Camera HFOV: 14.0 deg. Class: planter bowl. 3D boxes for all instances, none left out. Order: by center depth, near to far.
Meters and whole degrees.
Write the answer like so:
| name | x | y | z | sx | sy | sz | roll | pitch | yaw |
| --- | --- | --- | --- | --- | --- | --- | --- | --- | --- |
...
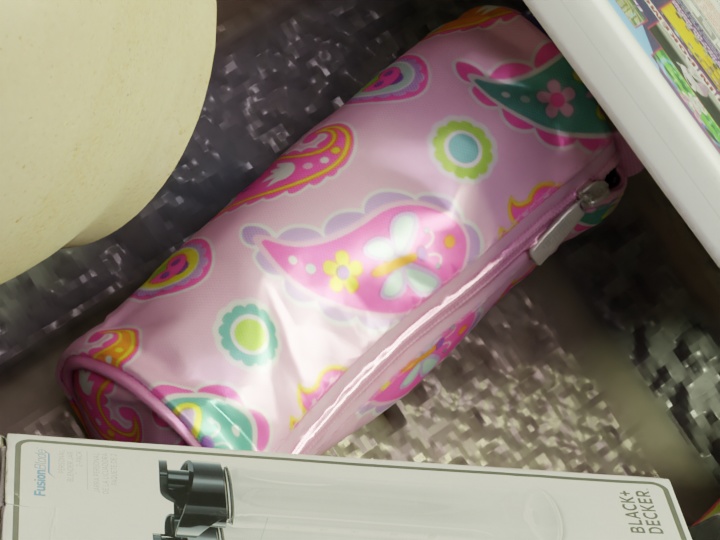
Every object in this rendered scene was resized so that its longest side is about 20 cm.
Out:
| name | x | y | z | sx | sy | sz | roll | pitch | yaw |
| --- | --- | --- | --- | --- | --- | --- | --- | --- | --- |
| planter bowl | -0.128 | -0.075 | 0.846 | 0.134 | 0.200 | 0.202 | 11 | 69 | -46 |

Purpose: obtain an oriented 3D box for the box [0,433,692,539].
| name | x | y | z | sx | sy | sz | roll | pitch | yaw |
| --- | --- | --- | --- | --- | --- | --- | --- | --- | --- |
| box | -0.005 | 0.103 | 0.807 | 0.199 | 0.117 | 0.060 | 4 | 114 | -9 |

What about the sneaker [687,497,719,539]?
| name | x | y | z | sx | sy | sz | roll | pitch | yaw |
| --- | --- | --- | --- | --- | --- | --- | --- | --- | --- |
| sneaker | 0.126 | 0.110 | 0.939 | 0.200 | 0.090 | 0.078 | -40 | 68 | -4 |

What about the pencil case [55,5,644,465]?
| name | x | y | z | sx | sy | sz | roll | pitch | yaw |
| --- | --- | --- | --- | --- | --- | --- | --- | --- | --- |
| pencil case | 0.000 | 0.000 | 0.915 | 0.200 | 0.087 | 0.088 | -40 | 91 | -25 |

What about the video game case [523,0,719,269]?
| name | x | y | z | sx | sy | sz | roll | pitch | yaw |
| --- | --- | --- | --- | --- | --- | --- | --- | --- | --- |
| video game case | 0.103 | -0.065 | 0.942 | 0.023 | 0.182 | 0.200 | -36 | 90 | 19 |
